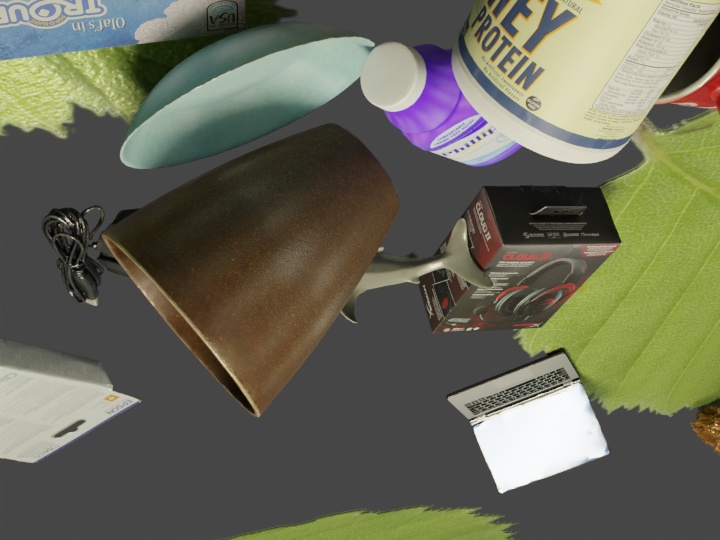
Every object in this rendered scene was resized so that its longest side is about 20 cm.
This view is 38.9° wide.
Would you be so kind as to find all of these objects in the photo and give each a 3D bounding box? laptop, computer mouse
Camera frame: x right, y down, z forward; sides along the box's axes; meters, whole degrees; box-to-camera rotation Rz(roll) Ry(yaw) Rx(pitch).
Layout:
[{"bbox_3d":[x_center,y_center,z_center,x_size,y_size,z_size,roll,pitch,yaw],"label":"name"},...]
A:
[{"bbox_3d":[0.254,0.231,1.525,0.185,0.117,0.200,-23,151,12],"label":"laptop"},{"bbox_3d":[-0.178,-0.014,0.927,0.197,0.053,0.139,-10,150,-11],"label":"computer mouse"}]

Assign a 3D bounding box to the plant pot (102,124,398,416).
[{"bbox_3d":[-0.071,-0.021,0.823,0.200,0.187,0.187,-42,155,-13],"label":"plant pot"}]

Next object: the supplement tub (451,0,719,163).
[{"bbox_3d":[0.162,-0.189,0.676,0.143,0.146,0.201,2,136,-29],"label":"supplement tub"}]

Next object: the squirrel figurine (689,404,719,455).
[{"bbox_3d":[0.698,0.274,1.820,0.199,0.143,0.186,-34,141,26],"label":"squirrel figurine"}]

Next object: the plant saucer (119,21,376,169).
[{"bbox_3d":[-0.085,-0.133,0.731,0.199,0.039,0.201,-25,177,-1],"label":"plant saucer"}]

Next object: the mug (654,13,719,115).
[{"bbox_3d":[0.296,-0.163,0.796,0.198,0.180,0.133,3,175,-39],"label":"mug"}]

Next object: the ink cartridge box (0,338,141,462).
[{"bbox_3d":[-0.381,0.149,1.126,0.198,0.041,0.199,-30,149,24],"label":"ink cartridge box"}]

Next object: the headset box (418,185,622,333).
[{"bbox_3d":[0.168,-0.015,1.082,0.147,0.076,0.200,-1,149,-25],"label":"headset box"}]

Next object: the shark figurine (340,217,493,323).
[{"bbox_3d":[0.013,0.008,1.013,0.212,0.090,0.128,7,149,-19],"label":"shark figurine"}]

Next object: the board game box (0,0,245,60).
[{"bbox_3d":[-0.166,-0.210,0.592,0.197,0.044,0.200,-10,152,-12],"label":"board game box"}]

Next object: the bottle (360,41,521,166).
[{"bbox_3d":[0.070,-0.131,0.793,0.083,0.066,0.199,-31,162,25],"label":"bottle"}]
